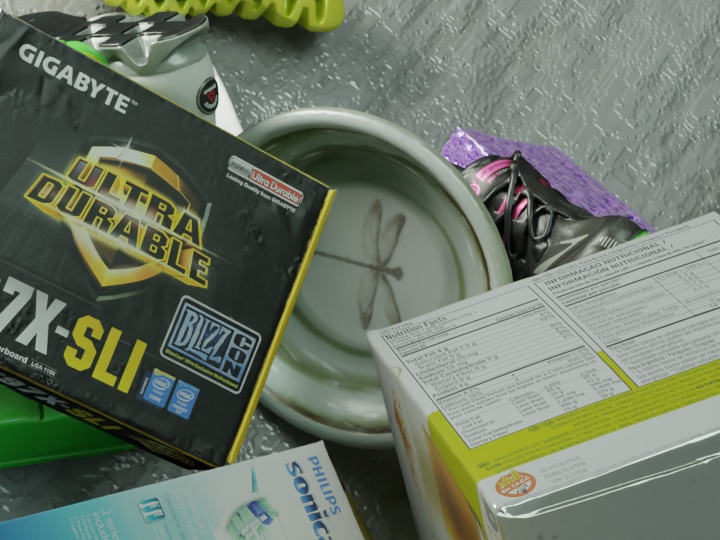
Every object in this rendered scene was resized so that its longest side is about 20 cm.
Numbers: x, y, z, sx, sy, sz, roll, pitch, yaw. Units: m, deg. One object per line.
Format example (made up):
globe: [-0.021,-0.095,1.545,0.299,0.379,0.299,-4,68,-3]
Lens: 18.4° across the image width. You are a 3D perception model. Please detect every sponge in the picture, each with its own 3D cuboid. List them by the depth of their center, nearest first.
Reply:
sponge: [0.146,-0.021,1.359,0.112,0.030,0.200,9,27,-49]

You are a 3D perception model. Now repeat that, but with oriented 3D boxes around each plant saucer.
plant saucer: [0.000,0.000,1.234,0.200,0.200,0.050,45,34,4]

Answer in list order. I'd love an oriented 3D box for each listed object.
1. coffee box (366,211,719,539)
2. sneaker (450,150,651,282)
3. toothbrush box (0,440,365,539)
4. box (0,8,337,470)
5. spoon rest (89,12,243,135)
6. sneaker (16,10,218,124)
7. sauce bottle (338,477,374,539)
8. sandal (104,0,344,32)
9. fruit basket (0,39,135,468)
coffee box: [0.141,0.119,1.083,0.200,0.200,0.198,-19,27,-11]
sneaker: [0.086,-0.020,1.225,0.077,0.200,0.084,-42,113,-18]
toothbrush box: [-0.112,0.168,1.093,0.200,0.146,0.085,-11,67,-33]
box: [-0.128,-0.011,1.091,0.200,0.049,0.160,28,74,-24]
spoon rest: [-0.101,-0.074,1.312,0.099,0.061,0.200,-27,77,-39]
sneaker: [-0.163,-0.096,1.246,0.074,0.200,0.089,-35,123,-43]
sauce bottle: [0.000,0.200,1.167,0.066,0.066,0.200,-4,50,-31]
sandal: [-0.093,-0.201,1.371,0.200,0.087,0.079,-3,31,-35]
fruit basket: [-0.161,-0.009,1.172,0.216,0.156,0.216,13,63,-25]
